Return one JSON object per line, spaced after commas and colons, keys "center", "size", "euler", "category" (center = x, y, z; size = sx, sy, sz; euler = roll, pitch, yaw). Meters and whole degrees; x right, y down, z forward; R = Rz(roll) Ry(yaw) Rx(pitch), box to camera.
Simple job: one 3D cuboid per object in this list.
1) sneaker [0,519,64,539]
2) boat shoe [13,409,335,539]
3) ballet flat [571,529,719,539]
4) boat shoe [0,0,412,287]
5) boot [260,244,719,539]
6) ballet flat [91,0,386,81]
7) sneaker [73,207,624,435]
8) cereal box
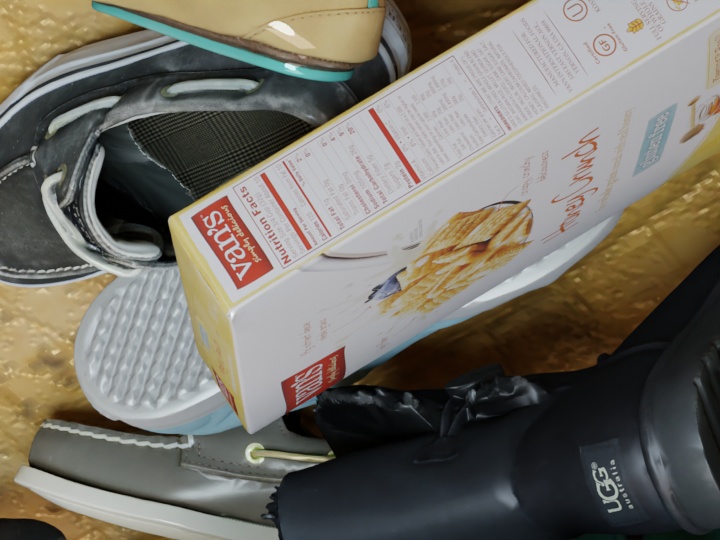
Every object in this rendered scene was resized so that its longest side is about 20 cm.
{"center": [-0.205, 0.119, 0.978], "size": [0.199, 0.076, 0.088], "euler": [-16, 125, 26], "category": "sneaker"}
{"center": [-0.027, 0.076, 0.968], "size": [0.200, 0.061, 0.072], "euler": [9, 174, 8], "category": "boat shoe"}
{"center": [0.118, 0.107, 0.953], "size": [0.063, 0.069, 0.200], "euler": [21, 165, -25], "category": "ballet flat"}
{"center": [-0.072, -0.035, 0.830], "size": [0.199, 0.071, 0.072], "euler": [-27, 112, 40], "category": "boat shoe"}
{"center": [0.074, 0.041, 0.884], "size": [0.167, 0.200, 0.077], "euler": [-13, 105, 32], "category": "boot"}
{"center": [-0.079, -0.104, 0.776], "size": [0.199, 0.069, 0.064], "euler": [13, 104, 23], "category": "ballet flat"}
{"center": [0.000, 0.000, 0.906], "size": [0.199, 0.074, 0.082], "euler": [-20, 167, 8], "category": "sneaker"}
{"center": [0.039, -0.030, 0.786], "size": [0.199, 0.040, 0.144], "euler": [-32, 166, -8], "category": "cereal box"}
